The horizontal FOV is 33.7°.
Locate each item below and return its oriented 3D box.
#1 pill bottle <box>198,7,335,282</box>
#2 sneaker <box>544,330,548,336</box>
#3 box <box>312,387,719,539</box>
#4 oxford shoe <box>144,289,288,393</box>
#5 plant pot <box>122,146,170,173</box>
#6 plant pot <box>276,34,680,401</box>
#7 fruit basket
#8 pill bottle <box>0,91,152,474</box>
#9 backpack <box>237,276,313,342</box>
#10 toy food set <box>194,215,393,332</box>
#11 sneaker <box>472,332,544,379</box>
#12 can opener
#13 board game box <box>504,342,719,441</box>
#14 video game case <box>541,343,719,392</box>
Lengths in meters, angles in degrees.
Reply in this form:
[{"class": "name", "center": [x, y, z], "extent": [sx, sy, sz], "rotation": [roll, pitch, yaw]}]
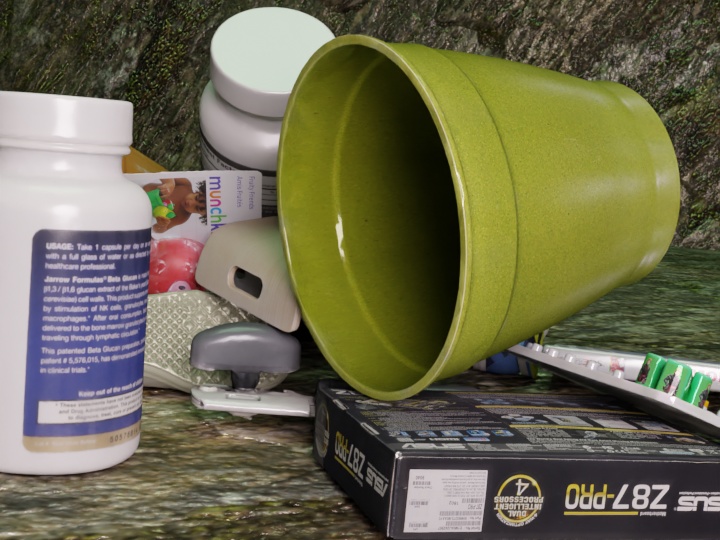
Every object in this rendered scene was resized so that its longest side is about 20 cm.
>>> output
[{"class": "pill bottle", "center": [-0.068, -0.094, 0.924], "extent": [0.114, 0.201, 0.117], "rotation": [3, 50, -4]}, {"class": "sneaker", "center": [0.076, 0.014, 1.152], "extent": [0.199, 0.081, 0.146], "rotation": [18, -7, 42]}, {"class": "box", "center": [0.086, 0.103, 0.659], "extent": [0.198, 0.050, 0.161], "rotation": [3, 7, -17]}, {"class": "oxford shoe", "center": [-0.148, 0.055, 0.862], "extent": [0.197, 0.076, 0.058], "rotation": [4, -20, -13]}, {"class": "plant pot", "center": [-0.255, -0.045, 1.196], "extent": [0.182, 0.202, 0.199], "rotation": [20, -4, -37]}, {"class": "plant pot", "center": [0.079, -0.040, 0.707], "extent": [0.191, 0.203, 0.200], "rotation": [-9, 12, -31]}, {"class": "fruit basket", "center": [-0.174, 0.000, 0.904], "extent": [0.197, 0.186, 0.094], "rotation": [2, 46, -5]}, {"class": "pill bottle", "center": [-0.174, 0.003, 0.670], "extent": [0.110, 0.203, 0.111], "rotation": [5, 6, -1]}, {"class": "backpack", "center": [-0.106, 0.003, 1.077], "extent": [0.198, 0.156, 0.163], "rotation": [-11, -2, 17]}, {"class": "toy food set", "center": [0.000, 0.000, 0.856], "extent": [0.198, 0.061, 0.143], "rotation": [-9, 18, -32]}, {"class": "sneaker", "center": [0.096, 0.014, 0.976], "extent": [0.081, 0.201, 0.074], "rotation": [0, 41, 24]}, {"class": "can opener", "center": [-0.012, 0.073, 0.771], "extent": [0.197, 0.068, 0.053], "rotation": [4, 7, -6]}, {"class": "board game box", "center": [0.199, 0.080, 0.751], "extent": [0.199, 0.026, 0.200], "rotation": [24, -4, -27]}, {"class": "video game case", "center": [0.243, 0.080, 0.967], "extent": [0.180, 0.023, 0.200], "rotation": [6, -2, 12]}]
